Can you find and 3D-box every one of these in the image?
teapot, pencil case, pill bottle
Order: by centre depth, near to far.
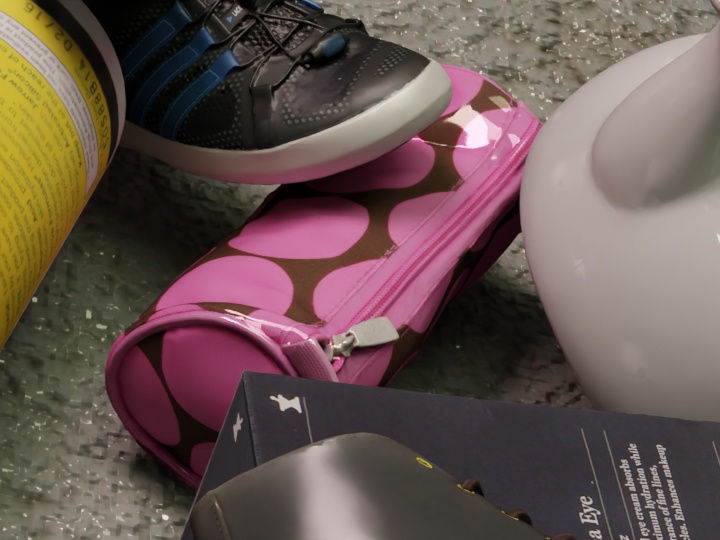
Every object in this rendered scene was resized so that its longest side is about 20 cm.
[{"bbox_3d":[-0.157,-0.013,0.948,0.111,0.112,0.200,22,40,0],"label":"pill bottle"},{"bbox_3d":[0.162,-0.007,1.012,0.198,0.146,0.200,58,26,0],"label":"teapot"},{"bbox_3d":[0.000,0.000,1.017,0.091,0.094,0.200,47,42,-7],"label":"pencil case"}]

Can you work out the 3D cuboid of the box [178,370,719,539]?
[{"bbox_3d":[0.047,0.142,0.874,0.181,0.104,0.200,8,42,-17],"label":"box"}]

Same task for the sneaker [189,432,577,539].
[{"bbox_3d":[0.056,0.092,0.792,0.199,0.075,0.106,1,48,-21],"label":"sneaker"}]

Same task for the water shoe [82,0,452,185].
[{"bbox_3d":[-0.059,-0.083,1.032,0.199,0.079,0.071,9,35,39],"label":"water shoe"}]
